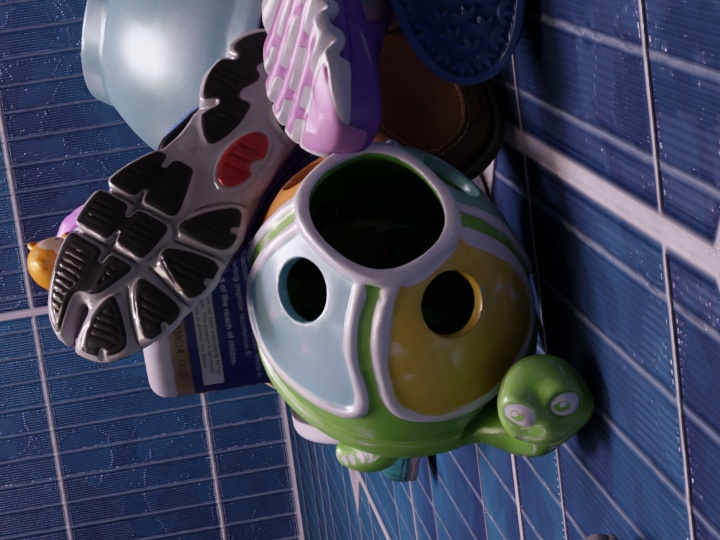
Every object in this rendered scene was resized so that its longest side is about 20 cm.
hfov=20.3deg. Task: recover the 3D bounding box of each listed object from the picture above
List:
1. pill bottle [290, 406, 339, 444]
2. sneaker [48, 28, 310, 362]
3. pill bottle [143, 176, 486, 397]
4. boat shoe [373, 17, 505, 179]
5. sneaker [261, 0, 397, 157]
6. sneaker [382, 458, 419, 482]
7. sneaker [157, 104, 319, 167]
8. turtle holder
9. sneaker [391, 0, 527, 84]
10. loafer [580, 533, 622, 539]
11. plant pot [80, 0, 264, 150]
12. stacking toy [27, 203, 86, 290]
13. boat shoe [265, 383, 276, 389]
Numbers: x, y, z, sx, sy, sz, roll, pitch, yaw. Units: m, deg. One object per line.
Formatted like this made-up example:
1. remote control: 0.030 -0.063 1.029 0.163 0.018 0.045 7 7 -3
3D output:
1. pill bottle: 0.000 0.000 1.274 0.114 0.113 0.202 -128 30 -77
2. sneaker: -0.073 -0.026 1.007 0.080 0.200 0.084 31 158 21
3. pill bottle: -0.027 0.001 1.127 0.116 0.198 0.117 172 90 -85
4. boat shoe: 0.000 -0.119 1.053 0.068 0.072 0.200 33 -166 -49
5. sneaker: -0.003 -0.140 0.967 0.081 0.088 0.201 119 150 -47
6. sneaker: -0.003 0.072 1.541 0.071 0.079 0.201 94 165 -64
7. sneaker: -0.031 -0.085 1.146 0.089 0.199 0.079 -19 -93 -61
8. turtle holder: 0.019 0.022 0.961 0.132 0.140 0.186 81 172 -57
9. sneaker: 0.038 -0.189 0.927 0.078 0.070 0.201 -45 -56 -71
10. loafer: 0.088 0.171 0.910 0.200 0.069 0.070 93 166 -63
11. plant pot: -0.101 -0.155 1.317 0.200 0.133 0.202 13 -90 -77
12. stacking toy: -0.148 -0.006 1.217 0.110 0.116 0.200 -60 -16 9
13. boat shoe: -0.035 0.053 1.376 0.199 0.066 0.075 17 -99 -52
